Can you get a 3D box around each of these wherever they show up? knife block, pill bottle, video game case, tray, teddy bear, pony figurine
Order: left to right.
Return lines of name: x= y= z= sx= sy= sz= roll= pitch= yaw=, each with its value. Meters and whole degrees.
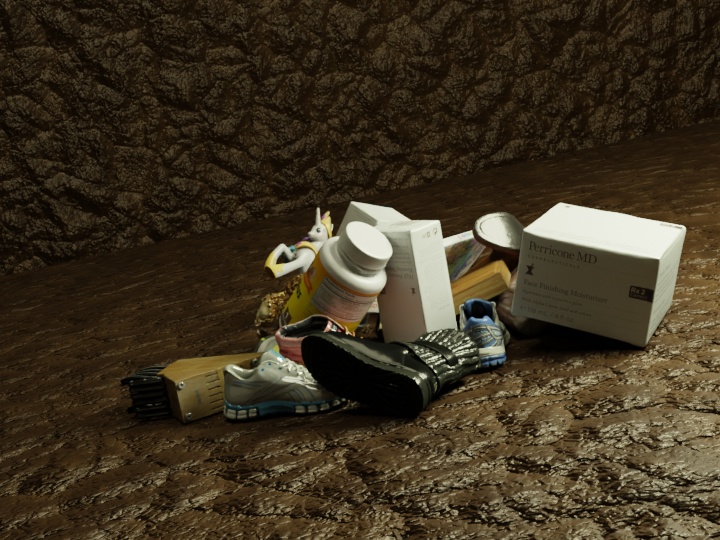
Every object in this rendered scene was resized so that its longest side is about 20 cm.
knife block: x=-0.251 y=0.167 z=1.566 sx=0.198 sy=0.065 sz=0.175 roll=-16 pitch=13 yaw=-24
teddy bear: x=-0.089 y=0.042 z=1.740 sx=0.199 sy=0.067 sz=0.145 roll=-30 pitch=-6 yaw=-30
pony figurine: x=-0.086 y=0.007 z=1.974 sx=0.165 sy=0.194 sz=0.200 roll=-4 pitch=31 yaw=47
pill bottle: x=-0.033 y=0.028 z=1.538 sx=0.109 sy=0.109 sz=0.201 roll=-27 pitch=-25 yaw=-56
video game case: x=0.143 y=-0.008 z=1.783 sx=0.199 sy=0.018 sz=0.144 roll=-18 pitch=-32 yaw=-52
tray: x=0.146 y=0.047 z=1.694 sx=0.198 sy=0.037 sz=0.099 roll=-28 pitch=7 yaw=15

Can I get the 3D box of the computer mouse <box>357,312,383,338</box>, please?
computer mouse: x=-0.004 y=0.065 z=1.790 sx=0.043 sy=0.111 sz=0.199 roll=4 pitch=-9 yaw=-36

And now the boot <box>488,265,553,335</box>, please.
boot: x=0.283 y=0.041 z=1.662 sx=0.185 sy=0.065 sz=0.200 roll=-29 pitch=12 yaw=-17

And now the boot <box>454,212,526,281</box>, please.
boot: x=0.218 y=-0.025 z=1.788 sx=0.186 sy=0.069 sz=0.200 roll=-2 pitch=-23 yaw=-37

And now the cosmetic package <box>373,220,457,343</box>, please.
cosmetic package: x=0.078 y=0.029 z=1.569 sx=0.074 sy=0.203 sz=0.101 roll=-20 pitch=15 yaw=-41

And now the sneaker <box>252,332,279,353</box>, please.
sneaker: x=-0.077 y=0.128 z=1.623 sx=0.076 sy=0.076 sz=0.199 roll=30 pitch=34 yaw=32

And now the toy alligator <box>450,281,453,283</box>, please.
toy alligator: x=0.178 y=0.041 z=1.798 sx=0.198 sy=0.055 sz=0.059 roll=-14 pitch=12 yaw=-15

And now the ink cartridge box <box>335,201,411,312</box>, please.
ink cartridge box: x=0.000 y=0.000 z=1.664 sx=0.068 sy=0.202 sz=0.115 roll=35 pitch=18 yaw=34

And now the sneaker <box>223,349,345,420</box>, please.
sneaker: x=-0.100 y=0.150 z=1.443 sx=0.197 sy=0.088 sz=0.075 roll=-8 pitch=9 yaw=7

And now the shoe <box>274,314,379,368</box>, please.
shoe: x=-0.022 y=0.113 z=1.482 sx=0.197 sy=0.092 sz=0.072 roll=-6 pitch=29 yaw=10

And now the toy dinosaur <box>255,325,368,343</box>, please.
toy dinosaur: x=-0.074 y=0.107 z=1.766 sx=0.197 sy=0.061 sz=0.106 roll=-9 pitch=23 yaw=9

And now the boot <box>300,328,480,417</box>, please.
boot: x=0.040 y=0.117 z=1.410 sx=0.209 sy=0.080 sz=0.157 roll=22 pitch=32 yaw=26

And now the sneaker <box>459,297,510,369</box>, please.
sneaker: x=0.179 y=0.077 z=1.532 sx=0.076 sy=0.086 sz=0.200 roll=-10 pitch=10 yaw=4

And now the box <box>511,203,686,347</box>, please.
box: x=0.344 y=-0.001 z=1.508 sx=0.197 sy=0.132 sz=0.200 roll=13 pitch=20 yaw=24
